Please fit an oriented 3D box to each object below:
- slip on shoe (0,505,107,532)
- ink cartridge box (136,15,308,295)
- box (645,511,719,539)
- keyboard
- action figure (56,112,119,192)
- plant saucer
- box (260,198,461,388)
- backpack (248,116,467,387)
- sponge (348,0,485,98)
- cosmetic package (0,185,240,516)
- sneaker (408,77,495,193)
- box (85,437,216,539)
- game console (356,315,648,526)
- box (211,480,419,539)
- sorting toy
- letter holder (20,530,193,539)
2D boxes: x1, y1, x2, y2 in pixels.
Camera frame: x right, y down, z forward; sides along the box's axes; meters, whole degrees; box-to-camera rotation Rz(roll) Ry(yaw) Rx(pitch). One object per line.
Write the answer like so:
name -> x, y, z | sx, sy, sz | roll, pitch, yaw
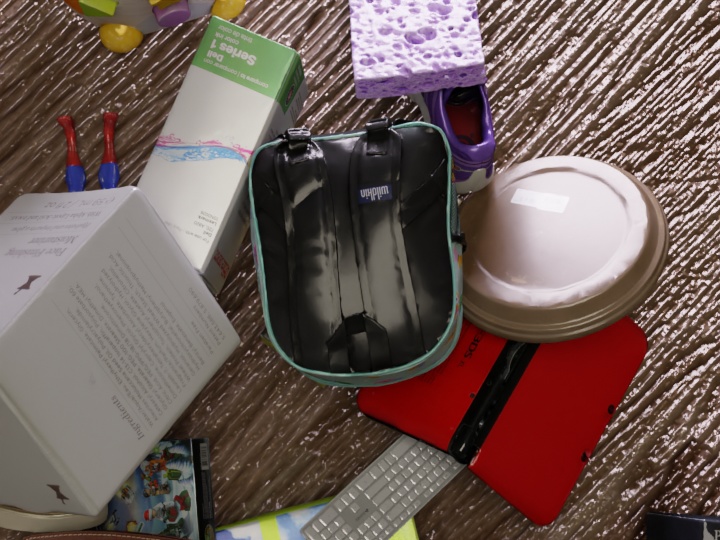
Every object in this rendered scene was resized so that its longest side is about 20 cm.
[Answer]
slip on shoe -> -0.300, 0.166, 1.540 | 0.198, 0.076, 0.061 | 13, 104, 25
ink cartridge box -> -0.122, -0.092, 1.562 | 0.083, 0.145, 0.202 | 23, 84, 4
box -> 0.340, 0.308, 1.534 | 0.198, 0.123, 0.201 | 6, 83, -14
keyboard -> 0.033, 0.179, 1.563 | 0.056, 0.011, 0.200 | 47, 57, 5
action figure -> -0.231, -0.034, 1.604 | 0.065, 0.052, 0.202 | -5, 87, -6
plant saucer -> 0.161, -0.026, 1.569 | 0.198, 0.030, 0.201 | -9, 48, 11
box -> 0.000, 0.000, 1.606 | 0.075, 0.050, 0.201 | 35, 84, 2
backpack -> 0.000, -0.004, 1.503 | 0.174, 0.153, 0.202 | -6, 73, 1
sponge -> 0.044, -0.234, 1.590 | 0.110, 0.030, 0.201 | -7, 53, 4
cosmetic package -> -0.238, 0.062, 1.451 | 0.200, 0.164, 0.166 | -51, 122, -33
sneaker -> 0.082, -0.168, 1.596 | 0.080, 0.084, 0.202 | -10, 67, -17
box -> -0.188, 0.246, 1.556 | 0.136, 0.040, 0.202 | -8, 84, 19
game console -> 0.124, 0.087, 1.603 | 0.171, 0.119, 0.201 | 21, 70, 31
box -> -0.044, 0.261, 1.578 | 0.198, 0.048, 0.123 | -14, 83, -4
sorting toy -> -0.175, -0.267, 1.562 | 0.198, 0.180, 0.108 | -18, 85, -4
letter holder -> -0.169, 0.278, 1.474 | 0.198, 0.100, 0.144 | 1, 85, 19
